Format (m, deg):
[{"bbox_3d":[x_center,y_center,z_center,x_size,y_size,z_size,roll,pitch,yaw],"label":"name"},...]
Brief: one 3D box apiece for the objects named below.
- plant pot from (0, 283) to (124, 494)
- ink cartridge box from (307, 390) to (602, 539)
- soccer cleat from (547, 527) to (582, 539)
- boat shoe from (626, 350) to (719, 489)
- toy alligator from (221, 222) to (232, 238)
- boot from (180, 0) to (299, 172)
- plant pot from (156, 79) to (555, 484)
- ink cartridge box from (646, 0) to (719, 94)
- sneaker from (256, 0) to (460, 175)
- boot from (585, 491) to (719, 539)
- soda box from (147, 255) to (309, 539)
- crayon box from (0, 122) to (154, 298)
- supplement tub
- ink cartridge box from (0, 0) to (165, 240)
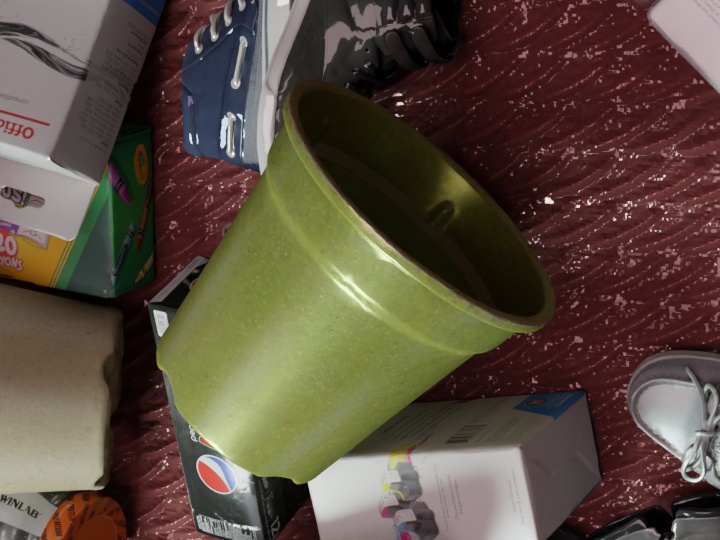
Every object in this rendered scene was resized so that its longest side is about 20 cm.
[{"bbox_3d":[-0.268,0.086,1.168,0.183,0.201,0.201,5,109,-5],"label":"plant pot"},{"bbox_3d":[0.044,0.133,1.064,0.199,0.115,0.068,-7,100,31],"label":"ink cartridge box"},{"bbox_3d":[0.086,0.248,1.112,0.200,0.068,0.073,-40,119,20],"label":"soccer cleat"},{"bbox_3d":[0.250,0.113,0.974,0.202,0.065,0.075,31,116,18],"label":"boat shoe"},{"bbox_3d":[0.000,0.000,1.090,0.199,0.059,0.054,9,149,26],"label":"toy alligator"},{"bbox_3d":[-0.075,-0.162,1.070,0.090,0.073,0.201,13,110,19],"label":"boot"},{"bbox_3d":[-0.019,0.022,0.962,0.200,0.200,0.184,46,111,10],"label":"plant pot"},{"bbox_3d":[0.289,-0.136,0.894,0.200,0.045,0.176,47,121,9],"label":"ink cartridge box"},{"bbox_3d":[0.003,-0.127,1.019,0.099,0.071,0.201,18,93,25],"label":"sneaker"},{"bbox_3d":[0.178,0.225,1.043,0.200,0.070,0.132,-30,94,20],"label":"boot"},{"bbox_3d":[-0.089,0.094,1.125,0.063,0.071,0.201,10,124,26],"label":"soda box"},{"bbox_3d":[-0.250,-0.057,1.205,0.199,0.058,0.119,9,109,26],"label":"crayon box"},{"bbox_3d":[-0.292,0.198,1.263,0.199,0.122,0.123,13,110,26],"label":"supplement tub"},{"bbox_3d":[-0.223,-0.134,1.114,0.116,0.068,0.201,16,83,24],"label":"ink cartridge box"}]
